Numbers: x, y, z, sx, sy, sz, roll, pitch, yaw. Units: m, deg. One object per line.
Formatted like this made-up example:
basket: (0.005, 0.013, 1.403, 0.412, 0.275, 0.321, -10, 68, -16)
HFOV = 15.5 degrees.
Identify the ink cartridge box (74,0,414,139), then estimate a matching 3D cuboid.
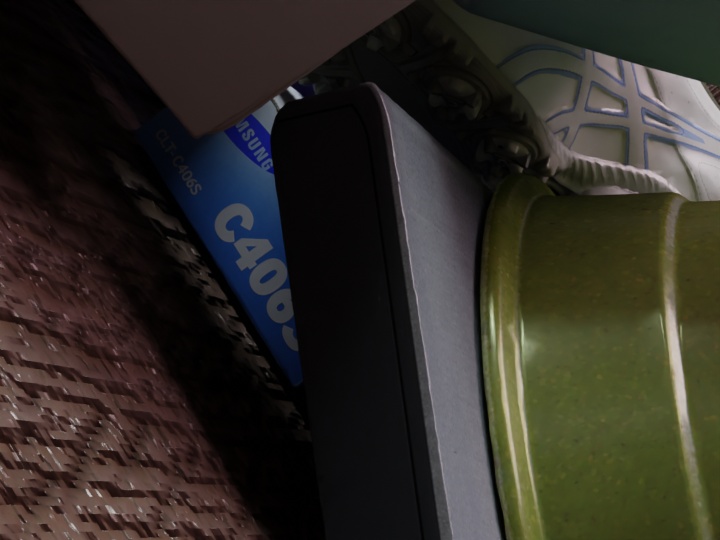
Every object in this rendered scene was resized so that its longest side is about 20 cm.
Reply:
ink cartridge box: (-0.067, -0.152, 0.615, 0.200, 0.084, 0.147, 48, 18, -35)

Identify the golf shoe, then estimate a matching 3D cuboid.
golf shoe: (0.054, -0.062, 0.823, 0.078, 0.098, 0.200, 0, -31, 46)

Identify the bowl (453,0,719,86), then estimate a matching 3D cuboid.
bowl: (0.060, -0.143, 0.712, 0.201, 0.104, 0.202, 175, -90, -84)

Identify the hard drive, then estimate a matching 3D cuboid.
hard drive: (0.030, 0.044, 0.709, 0.200, 0.033, 0.141, 34, 46, -70)

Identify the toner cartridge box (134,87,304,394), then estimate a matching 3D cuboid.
toner cartridge box: (0.000, 0.000, 0.849, 0.095, 0.043, 0.200, 56, 8, 16)

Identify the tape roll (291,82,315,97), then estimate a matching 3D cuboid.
tape roll: (-0.015, -0.149, 0.883, 0.199, 0.066, 0.201, 15, 64, -32)

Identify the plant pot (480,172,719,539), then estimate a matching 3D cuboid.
plant pot: (0.151, 0.052, 0.718, 0.200, 0.189, 0.201, -12, 90, -76)
